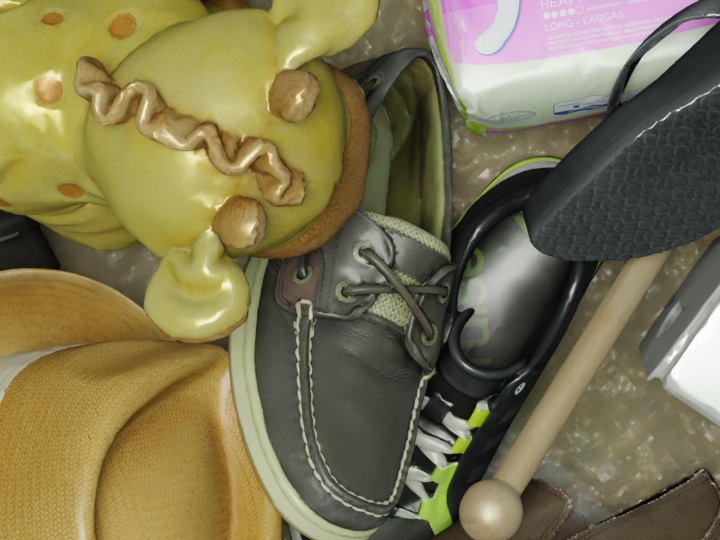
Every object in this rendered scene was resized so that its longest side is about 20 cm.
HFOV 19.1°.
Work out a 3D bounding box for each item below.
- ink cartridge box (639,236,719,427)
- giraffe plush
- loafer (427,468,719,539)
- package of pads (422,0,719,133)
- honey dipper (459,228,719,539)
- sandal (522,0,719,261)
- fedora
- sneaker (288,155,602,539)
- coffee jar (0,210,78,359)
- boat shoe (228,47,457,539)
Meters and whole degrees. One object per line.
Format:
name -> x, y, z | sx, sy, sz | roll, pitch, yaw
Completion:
ink cartridge box -> 0.205, 0.056, 0.768 | 0.200, 0.145, 0.085 | 33, 95, 2
giraffe plush -> -0.064, -0.059, 0.720 | 0.162, 0.200, 0.173 | 20, 116, 33
loafer -> 0.056, 0.116, 0.815 | 0.199, 0.073, 0.071 | -7, 80, -18
package of pads -> 0.090, -0.159, 0.797 | 0.154, 0.068, 0.201 | -9, 84, 5
honey dipper -> 0.092, 0.017, 0.781 | 0.038, 0.038, 0.200 | 34, 63, 2
sandal -> 0.135, -0.073, 0.732 | 0.200, 0.076, 0.043 | -43, 49, 23
fedora -> -0.083, 0.084, 0.742 | 0.082, 0.200, 0.201 | -22, 91, 36
sneaker -> 0.030, 0.038, 0.814 | 0.072, 0.083, 0.200 | 29, 95, 3
coffee jar -> -0.139, 0.076, 0.819 | 0.085, 0.104, 0.200 | -21, 91, 37
boat shoe -> 0.001, 0.000, 0.771 | 0.072, 0.201, 0.066 | 28, 137, -30
